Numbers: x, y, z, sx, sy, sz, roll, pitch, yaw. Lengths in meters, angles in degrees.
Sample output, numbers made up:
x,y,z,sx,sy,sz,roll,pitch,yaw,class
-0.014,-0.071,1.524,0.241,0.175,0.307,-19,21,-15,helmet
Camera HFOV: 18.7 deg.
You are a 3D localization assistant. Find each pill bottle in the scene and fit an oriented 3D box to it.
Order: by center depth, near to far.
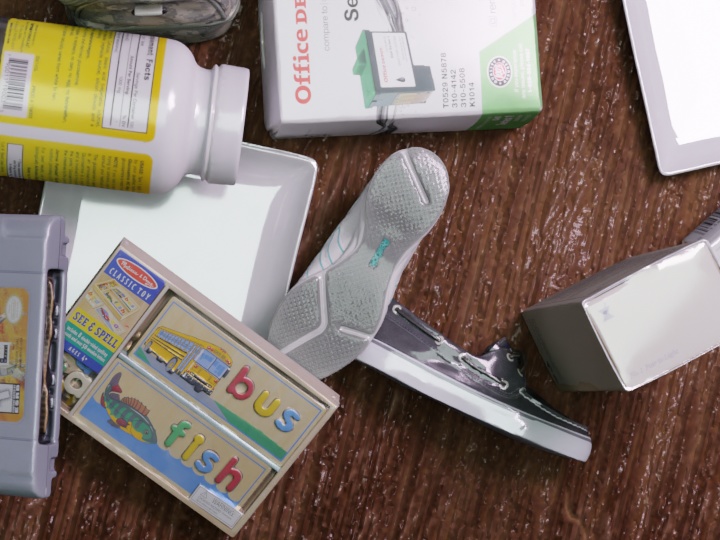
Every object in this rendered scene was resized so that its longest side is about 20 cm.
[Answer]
x,y,z,sx,sy,sz,roll,pitch,yaw,class
-0.183,-0.115,1.558,0.199,0.112,0.113,7,86,-5,pill bottle

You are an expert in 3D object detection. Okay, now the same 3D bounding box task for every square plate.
x,y,z,sx,sy,sz,roll,pitch,yaw,class
-0.148,-0.007,1.626,0.197,0.028,0.201,13,86,-7,square plate

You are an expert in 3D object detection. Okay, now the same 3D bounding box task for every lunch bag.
x,y,z,sx,sy,sz,roll,pitch,yaw,class
-0.155,-0.271,1.569,0.138,0.168,0.201,-2,87,-8,lunch bag

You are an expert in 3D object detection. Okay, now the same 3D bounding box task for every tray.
x,y,z,sx,sy,sz,roll,pitch,yaw,class
0.259,-0.180,1.691,0.107,0.022,0.201,-12,89,-7,tray

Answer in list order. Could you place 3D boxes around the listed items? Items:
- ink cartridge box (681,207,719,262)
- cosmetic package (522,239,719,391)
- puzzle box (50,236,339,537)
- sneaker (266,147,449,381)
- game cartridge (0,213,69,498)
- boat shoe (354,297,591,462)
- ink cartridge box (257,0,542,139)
x,y,z,sx,sy,sz,roll,pitch,yaw,class
0.367,0.005,1.695,0.162,0.050,0.200,-39,110,-8,ink cartridge box
0.194,0.035,1.581,0.103,0.200,0.073,-26,91,-7,cosmetic package
-0.131,0.086,1.586,0.200,0.025,0.133,36,104,-8,puzzle box
0.000,0.000,1.620,0.070,0.080,0.201,36,90,-3,sneaker
-0.276,0.059,1.572,0.132,0.041,0.201,2,88,21,game cartridge
0.090,0.078,1.637,0.199,0.070,0.067,26,86,2,boat shoe
0.026,-0.178,1.629,0.199,0.084,0.147,-4,87,-8,ink cartridge box
